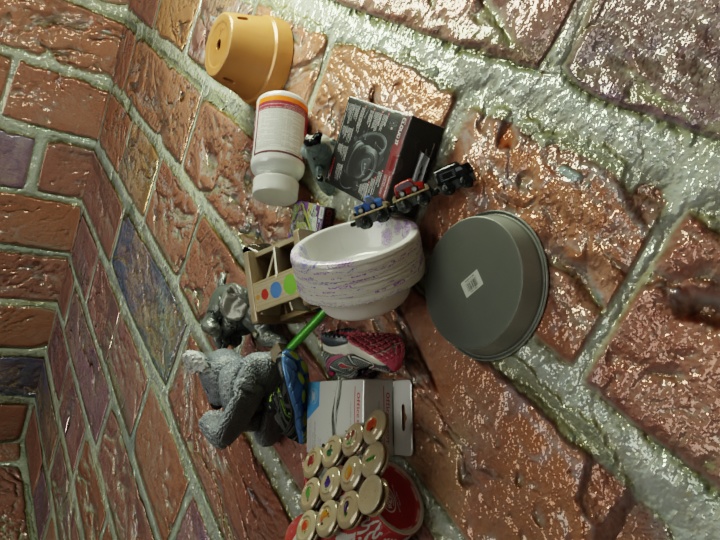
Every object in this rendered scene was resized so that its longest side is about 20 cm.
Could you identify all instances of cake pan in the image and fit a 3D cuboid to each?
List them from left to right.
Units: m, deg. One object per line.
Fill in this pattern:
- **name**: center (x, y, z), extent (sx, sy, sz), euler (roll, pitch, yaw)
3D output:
- **cake pan**: center (0.159, 0.018, 0.819), extent (0.198, 0.036, 0.206), euler (-12, 74, 50)

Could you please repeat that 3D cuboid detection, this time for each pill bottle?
- **pill bottle**: center (-0.161, -0.239, 1.205), extent (0.108, 0.108, 0.206), euler (-16, 67, 49)

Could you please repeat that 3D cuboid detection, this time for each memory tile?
- **memory tile**: center (-0.028, 0.297, 0.867), extent (0.199, 0.017, 0.156), euler (-39, 32, 35)

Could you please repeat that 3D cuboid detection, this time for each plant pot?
- **plant pot**: center (-0.259, -0.482, 1.362), extent (0.198, 0.138, 0.206), euler (-12, 75, 51)

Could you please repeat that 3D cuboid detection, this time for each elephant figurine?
- **elephant figurine**: center (-0.221, 0.083, 1.246), extent (0.197, 0.157, 0.142), euler (-18, 26, 38)

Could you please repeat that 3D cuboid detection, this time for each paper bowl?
- **paper bowl**: center (0.000, 0.000, 0.907), extent (0.199, 0.198, 0.107), euler (14, 124, 51)

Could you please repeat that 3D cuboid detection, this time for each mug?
- **mug**: center (-0.021, 0.364, 0.902), extent (0.178, 0.133, 0.200), euler (49, 121, 10)

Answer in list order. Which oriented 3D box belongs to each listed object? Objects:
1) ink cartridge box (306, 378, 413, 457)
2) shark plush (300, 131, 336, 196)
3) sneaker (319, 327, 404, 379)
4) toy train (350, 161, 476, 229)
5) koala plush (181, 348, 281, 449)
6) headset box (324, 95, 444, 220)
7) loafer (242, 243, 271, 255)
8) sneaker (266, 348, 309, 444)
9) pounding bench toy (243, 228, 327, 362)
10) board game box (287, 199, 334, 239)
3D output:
- **ink cartridge box**: center (-0.006, 0.233, 0.968), extent (0.198, 0.066, 0.119), euler (-16, 70, 50)
- **shark plush**: center (-0.061, -0.190, 1.053), extent (0.200, 0.088, 0.086), euler (140, 132, -82)
- **sneaker**: center (0.006, 0.138, 0.971), extent (0.198, 0.079, 0.077), euler (0, 98, 59)
- **toy train**: center (0.071, -0.110, 0.882), extent (0.196, 0.034, 0.047), euler (-21, 92, 15)
- **koala plush**: center (-0.243, 0.217, 1.186), extent (0.198, 0.176, 0.188), euler (25, 94, 40)
- **headset box**: center (0.038, -0.181, 0.978), extent (0.199, 0.076, 0.152), euler (33, 110, 49)
- **loafer**: center (-0.189, 0.022, 1.195), extent (0.074, 0.070, 0.201), euler (-59, 42, 26)
- **sneaker**: center (-0.129, 0.224, 1.058), extent (0.081, 0.071, 0.204), euler (9, 127, 15)
- **pounding bench toy**: center (-0.095, 0.050, 1.049), extent (0.153, 0.123, 0.205), euler (-18, 76, 35)
- **board game box**: center (-0.109, -0.029, 1.179), extent (0.119, 0.032, 0.205), euler (19, 99, 49)
